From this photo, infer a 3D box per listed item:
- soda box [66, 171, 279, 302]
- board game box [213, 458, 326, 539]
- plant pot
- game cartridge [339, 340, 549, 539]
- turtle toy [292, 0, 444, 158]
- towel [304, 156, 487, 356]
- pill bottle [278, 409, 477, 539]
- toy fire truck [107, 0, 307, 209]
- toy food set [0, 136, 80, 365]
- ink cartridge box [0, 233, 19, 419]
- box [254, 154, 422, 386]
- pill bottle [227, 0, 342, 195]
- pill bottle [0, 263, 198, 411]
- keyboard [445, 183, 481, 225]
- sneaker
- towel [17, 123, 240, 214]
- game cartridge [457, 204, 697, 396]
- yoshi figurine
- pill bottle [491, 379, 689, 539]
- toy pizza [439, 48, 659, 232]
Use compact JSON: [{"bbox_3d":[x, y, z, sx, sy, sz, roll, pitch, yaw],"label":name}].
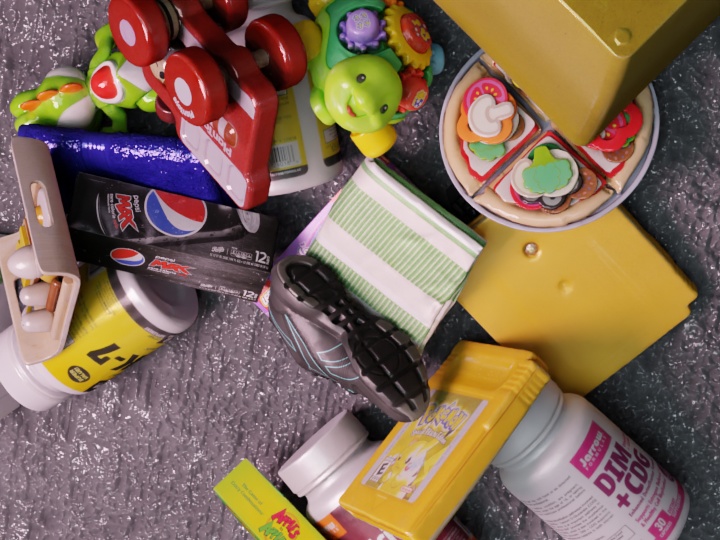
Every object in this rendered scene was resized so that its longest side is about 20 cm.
[{"bbox_3d":[-0.183,-0.031,1.583,0.199,0.064,0.071,13,151,-10],"label":"soda box"},{"bbox_3d":[-0.055,0.284,1.640,0.048,0.102,0.200,-42,58,-11],"label":"board game box"},{"bbox_3d":[0.199,-0.251,1.368,0.200,0.176,0.200,-44,89,-4],"label":"plant pot"},{"bbox_3d":[0.076,0.153,1.509,0.032,0.176,0.200,40,78,-17],"label":"game cartridge"},{"bbox_3d":[0.010,-0.183,1.476,0.101,0.200,0.146,-26,113,34],"label":"turtle toy"},{"bbox_3d":[0.020,0.006,1.555,0.152,0.023,0.200,38,125,12],"label":"towel"},{"bbox_3d":[0.019,0.244,1.643,0.114,0.114,0.200,-42,91,23],"label":"pill bottle"},{"bbox_3d":[-0.143,-0.168,1.463,0.200,0.112,0.168,46,145,24],"label":"toy fire truck"},{"bbox_3d":[-0.318,-0.015,1.566,0.200,0.060,0.144,121,136,-57],"label":"toy food set"},{"bbox_3d":[-0.447,0.060,1.749,0.146,0.084,0.201,6,107,16],"label":"ink cartridge box"},{"bbox_3d":[0.000,0.000,1.617,0.137,0.039,0.200,44,114,0],"label":"box"},{"bbox_3d":[-0.087,-0.178,1.552,0.111,0.111,0.201,-6,104,19],"label":"pill bottle"},{"bbox_3d":[-0.273,0.056,1.679,0.200,0.114,0.114,-33,94,23],"label":"pill bottle"},{"bbox_3d":[0.182,-0.090,1.544,0.127,0.021,0.200,45,114,1],"label":"keyboard"},{"bbox_3d":[-0.013,0.073,1.555,0.200,0.075,0.079,46,137,17],"label":"sneaker"},{"bbox_3d":[-0.225,-0.087,1.609,0.199,0.148,0.050,5,68,13],"label":"towel"},{"bbox_3d":[0.192,0.009,1.545,0.176,0.032,0.200,-40,104,19],"label":"game cartridge"},{"bbox_3d":[-0.243,-0.178,1.625,0.199,0.113,0.112,-17,134,10],"label":"yoshi figurine"},{"bbox_3d":[0.203,0.188,1.545,0.200,0.113,0.113,41,114,-15],"label":"pill bottle"},{"bbox_3d":[0.167,-0.133,1.479,0.199,0.032,0.201,-4,74,13],"label":"toy pizza"}]
